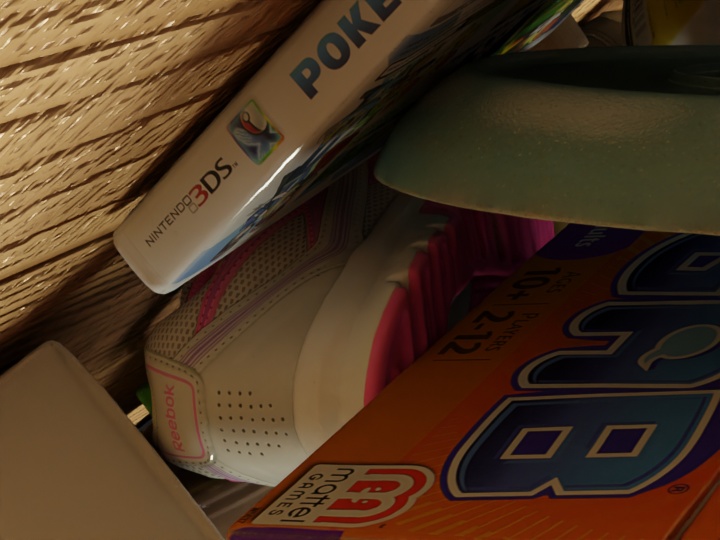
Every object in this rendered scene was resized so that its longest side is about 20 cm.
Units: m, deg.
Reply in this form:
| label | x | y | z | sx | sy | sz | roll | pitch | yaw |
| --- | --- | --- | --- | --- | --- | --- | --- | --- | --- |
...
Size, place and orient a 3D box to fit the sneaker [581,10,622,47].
| label | x | y | z | sx | sy | sz | roll | pitch | yaw |
| --- | --- | --- | --- | --- | --- | --- | --- | --- | --- |
| sneaker | 0.087 | 0.000 | 1.030 | 0.079 | 0.201 | 0.075 | -4 | -169 | -32 |

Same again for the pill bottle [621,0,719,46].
| label | x | y | z | sx | sy | sz | roll | pitch | yaw |
| --- | --- | --- | --- | --- | --- | --- | --- | --- | --- |
| pill bottle | 0.152 | -0.098 | 0.818 | 0.111 | 0.111 | 0.200 | -40 | 176 | -11 |

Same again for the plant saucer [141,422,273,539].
| label | x | y | z | sx | sy | sz | roll | pitch | yaw |
| --- | --- | --- | --- | --- | --- | --- | --- | --- | --- |
| plant saucer | -0.015 | 0.045 | 0.973 | 0.199 | 0.030 | 0.200 | -32 | -171 | 5 |

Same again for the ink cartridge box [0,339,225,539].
| label | x | y | z | sx | sy | sz | roll | pitch | yaw |
| --- | --- | --- | --- | --- | --- | --- | --- | --- | --- |
| ink cartridge box | -0.113 | 0.106 | 0.735 | 0.146 | 0.084 | 0.200 | -39 | 177 | -11 |

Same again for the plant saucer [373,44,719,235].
| label | x | y | z | sx | sy | sz | roll | pitch | yaw |
| --- | --- | --- | --- | --- | --- | --- | --- | --- | --- |
| plant saucer | 0.102 | -0.033 | 0.607 | 0.199 | 0.028 | 0.200 | 0 | -172 | 0 |

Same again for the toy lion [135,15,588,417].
| label | x | y | z | sx | sy | sz | roll | pitch | yaw |
| --- | --- | --- | --- | --- | --- | --- | --- | --- | --- |
| toy lion | 0.000 | 0.000 | 0.897 | 0.200 | 0.069 | 0.192 | -38 | -177 | -34 |

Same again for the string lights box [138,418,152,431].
| label | x | y | z | sx | sy | sz | roll | pitch | yaw |
| --- | --- | --- | --- | --- | --- | --- | --- | --- | --- |
| string lights box | -0.111 | 0.123 | 1.136 | 0.200 | 0.059 | 0.103 | -40 | 175 | -13 |

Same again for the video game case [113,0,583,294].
| label | x | y | z | sx | sy | sz | roll | pitch | yaw |
| --- | --- | --- | --- | --- | --- | --- | --- | --- | --- |
| video game case | 0.048 | -0.086 | 0.624 | 0.182 | 0.022 | 0.200 | -44 | 176 | 39 |

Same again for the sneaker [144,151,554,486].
| label | x | y | z | sx | sy | sz | roll | pitch | yaw |
| --- | --- | --- | --- | --- | --- | --- | --- | --- | --- |
| sneaker | 0.000 | -0.002 | 0.712 | 0.088 | 0.082 | 0.200 | -1 | -163 | 19 |

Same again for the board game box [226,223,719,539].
| label | x | y | z | sx | sy | sz | roll | pitch | yaw |
| --- | --- | --- | --- | --- | --- | --- | --- | --- | --- |
| board game box | 0.119 | 0.109 | 0.605 | 0.199 | 0.201 | 0.200 | -1 | -159 | 30 |
